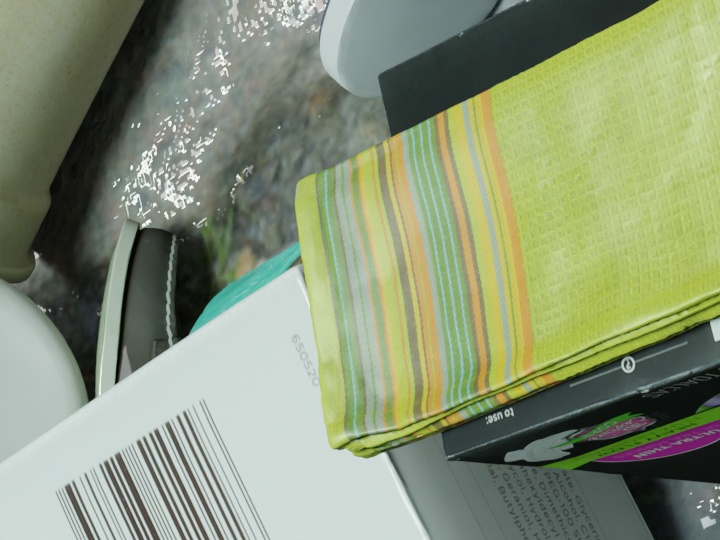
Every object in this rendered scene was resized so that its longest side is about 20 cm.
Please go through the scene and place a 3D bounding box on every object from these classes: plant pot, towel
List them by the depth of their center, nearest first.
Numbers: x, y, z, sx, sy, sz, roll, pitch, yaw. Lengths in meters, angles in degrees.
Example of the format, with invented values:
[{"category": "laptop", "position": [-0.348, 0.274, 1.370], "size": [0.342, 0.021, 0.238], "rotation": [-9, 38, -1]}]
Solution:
[{"category": "towel", "position": [0.060, -0.020, 0.529], "size": [0.200, 0.018, 0.086], "rotation": [-26, 67, 37]}, {"category": "plant pot", "position": [-0.187, -0.125, 0.952], "size": [0.184, 0.200, 0.200], "rotation": [-53, 51, 7]}]

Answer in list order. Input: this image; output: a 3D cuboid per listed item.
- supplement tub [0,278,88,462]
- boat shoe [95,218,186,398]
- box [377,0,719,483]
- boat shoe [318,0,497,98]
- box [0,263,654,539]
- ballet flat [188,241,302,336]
[{"category": "supplement tub", "position": [-0.225, 0.086, 0.940], "size": [0.200, 0.144, 0.145], "rotation": [-26, 64, 56]}, {"category": "boat shoe", "position": [-0.088, 0.074, 0.896], "size": [0.072, 0.060, 0.202], "rotation": [99, 173, -69]}, {"category": "box", "position": [0.131, -0.012, 0.612], "size": [0.148, 0.200, 0.125], "rotation": [-23, 68, 37]}, {"category": "boat shoe", "position": [0.032, -0.168, 0.823], "size": [0.066, 0.072, 0.200], "rotation": [36, 106, 45]}, {"category": "box", "position": [-0.010, 0.118, 0.733], "size": [0.199, 0.131, 0.200], "rotation": [-33, 79, 34]}, {"category": "ballet flat", "position": [0.000, 0.000, 0.823], "size": [0.200, 0.067, 0.070], "rotation": [-31, 24, 36]}]
